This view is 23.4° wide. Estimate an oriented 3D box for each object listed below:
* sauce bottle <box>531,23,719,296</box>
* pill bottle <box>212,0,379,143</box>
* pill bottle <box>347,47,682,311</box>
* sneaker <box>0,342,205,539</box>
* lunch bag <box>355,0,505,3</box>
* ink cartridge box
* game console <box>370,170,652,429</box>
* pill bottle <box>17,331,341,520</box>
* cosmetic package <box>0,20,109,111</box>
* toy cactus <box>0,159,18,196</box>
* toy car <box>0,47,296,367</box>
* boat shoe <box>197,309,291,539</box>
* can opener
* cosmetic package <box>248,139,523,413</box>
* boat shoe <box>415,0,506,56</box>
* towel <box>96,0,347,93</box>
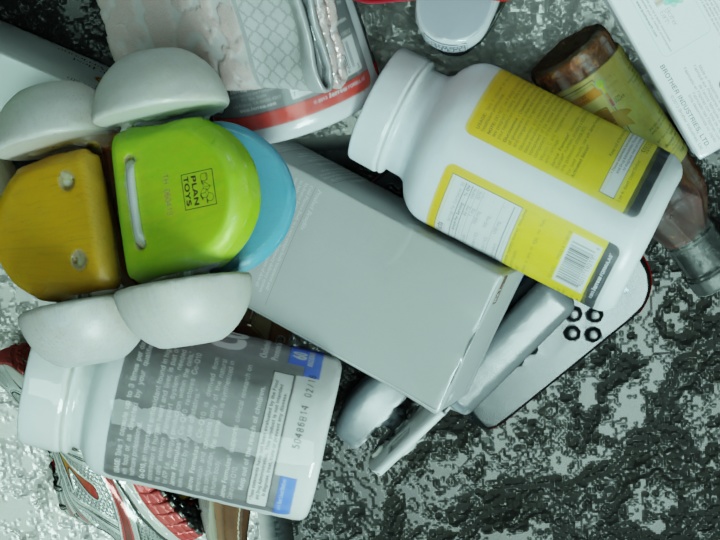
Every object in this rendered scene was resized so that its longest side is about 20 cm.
[{"bbox_3d":[0.194,-0.071,1.185,0.066,0.066,0.200,-34,103,12],"label":"sauce bottle"},{"bbox_3d":[-0.068,-0.192,1.125,0.115,0.116,0.201,-16,107,7],"label":"pill bottle"},{"bbox_3d":[0.098,-0.065,1.123,0.199,0.112,0.113,28,108,7],"label":"pill bottle"},{"bbox_3d":[-0.201,0.138,1.260,0.082,0.078,0.200,-35,104,14],"label":"sneaker"},{"bbox_3d":[0.051,-0.226,1.020,0.199,0.082,0.176,1,142,30],"label":"lunch bag"},{"bbox_3d":[0.273,-0.182,1.136,0.199,0.076,0.137,-30,100,13],"label":"ink cartridge box"},{"bbox_3d":[0.087,-0.004,1.230,0.177,0.031,0.200,-42,102,14],"label":"game console"},{"bbox_3d":[-0.120,0.090,1.156,0.199,0.114,0.114,13,109,-1],"label":"pill bottle"},{"bbox_3d":[-0.257,-0.141,1.165,0.199,0.083,0.051,23,109,-7],"label":"cosmetic package"},{"bbox_3d":[-0.243,-0.026,1.176,0.199,0.103,0.165,-14,145,-2],"label":"toy cactus"},{"bbox_3d":[-0.127,-0.036,1.084,0.199,0.150,0.176,-12,84,35],"label":"toy car"},{"bbox_3d":[-0.079,0.116,1.253,0.071,0.076,0.201,3,110,-2],"label":"boat shoe"},{"bbox_3d":[0.062,0.065,1.221,0.067,0.053,0.200,39,110,-11],"label":"can opener"},{"bbox_3d":[0.000,0.000,1.170,0.199,0.090,0.107,29,104,11],"label":"cosmetic package"},{"bbox_3d":[0.089,-0.232,1.132,0.069,0.066,0.201,16,85,8],"label":"boat shoe"},{"bbox_3d":[-0.102,-0.201,1.040,0.190,0.032,0.201,8,120,39],"label":"towel"}]
